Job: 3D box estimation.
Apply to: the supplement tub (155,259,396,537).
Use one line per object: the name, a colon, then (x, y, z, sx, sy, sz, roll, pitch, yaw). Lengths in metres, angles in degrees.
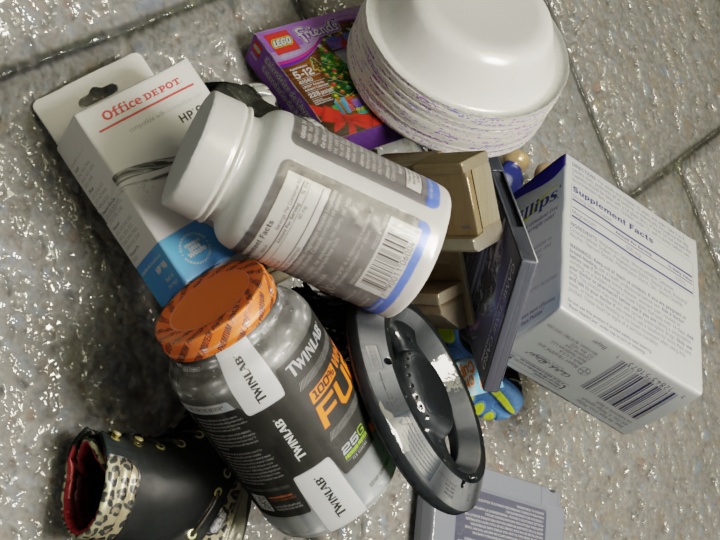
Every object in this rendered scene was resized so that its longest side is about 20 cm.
supplement tub: (-0.066, 0.098, 1.101, 0.200, 0.122, 0.123, 58, 47, -27)

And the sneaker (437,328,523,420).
sneaker: (0.093, 0.065, 1.428, 0.200, 0.071, 0.083, 48, 28, -22)

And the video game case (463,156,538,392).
video game case: (0.117, -0.007, 1.310, 0.019, 0.143, 0.200, 5, 34, -12)

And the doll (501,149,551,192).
doll: (0.151, -0.046, 1.485, 0.136, 0.049, 0.200, 23, 44, -1)

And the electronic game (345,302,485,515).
electronic game: (0.046, 0.104, 1.171, 0.200, 0.042, 0.200, 53, 21, -30)

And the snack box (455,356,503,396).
snack box: (0.023, 0.114, 1.301, 0.200, 0.116, 0.037, -9, 86, -46)

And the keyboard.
keyboard: (-0.054, 0.052, 1.225, 0.199, 0.104, 0.040, 16, 40, -29)

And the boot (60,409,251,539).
boot: (-0.152, 0.136, 1.146, 0.154, 0.073, 0.204, 26, 66, -44)

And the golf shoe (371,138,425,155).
golf shoe: (0.017, -0.126, 1.395, 0.091, 0.075, 0.201, 14, 62, -32)

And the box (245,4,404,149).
box: (0.011, -0.186, 1.347, 0.200, 0.039, 0.137, -22, 65, -34)

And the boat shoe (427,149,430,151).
boat shoe: (0.103, -0.168, 1.441, 0.076, 0.072, 0.201, 4, 51, -9)

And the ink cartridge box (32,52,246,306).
ink cartridge box: (-0.161, -0.088, 1.153, 0.116, 0.067, 0.200, -33, 87, -30)

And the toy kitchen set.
toy kitchen set: (0.000, 0.000, 1.249, 0.180, 0.200, 0.164, -28, 111, -44)

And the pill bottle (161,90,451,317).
pill bottle: (-0.042, -0.052, 1.090, 0.199, 0.114, 0.114, 25, 61, -14)

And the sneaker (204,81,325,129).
sneaker: (-0.094, -0.115, 1.215, 0.090, 0.200, 0.067, 6, 111, -31)

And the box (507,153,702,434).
box: (0.227, 0.023, 1.383, 0.184, 0.105, 0.200, 31, 45, -23)

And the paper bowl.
paper bowl: (0.095, -0.208, 1.306, 0.200, 0.104, 0.201, 12, 52, -15)

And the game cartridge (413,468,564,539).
game cartridge: (0.128, 0.268, 1.424, 0.200, 0.041, 0.134, 23, 61, -39)
